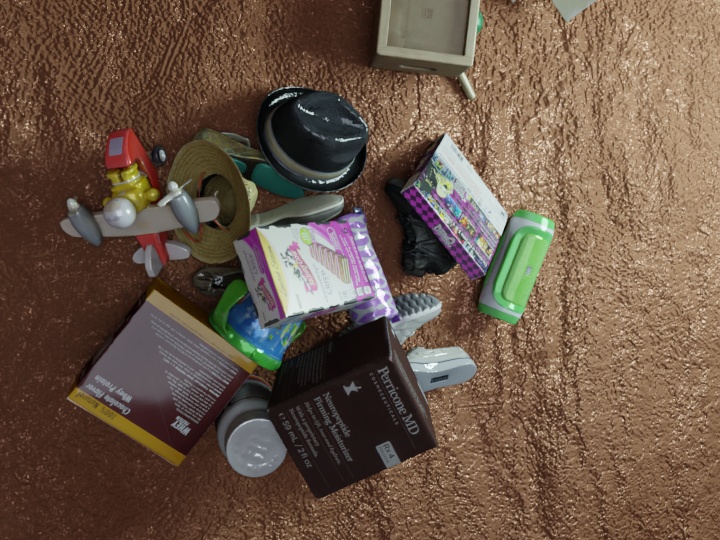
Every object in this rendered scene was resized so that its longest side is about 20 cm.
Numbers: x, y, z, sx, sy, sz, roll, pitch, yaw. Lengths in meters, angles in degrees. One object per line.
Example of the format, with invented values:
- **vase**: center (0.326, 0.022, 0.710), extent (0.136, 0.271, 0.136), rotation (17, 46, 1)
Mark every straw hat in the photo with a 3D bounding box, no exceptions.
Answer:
- **straw hat**: center (-0.211, -0.111, 1.014), extent (0.085, 0.201, 0.202), rotation (-21, 106, -49)

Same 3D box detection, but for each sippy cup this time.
- **sippy cup**: center (-0.148, 0.067, 1.027), extent (0.140, 0.178, 0.130), rotation (39, 88, -4)

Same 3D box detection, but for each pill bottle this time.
- **pill bottle**: center (-0.176, 0.245, 1.034), extent (0.109, 0.200, 0.110), rotation (-2, 99, -15)

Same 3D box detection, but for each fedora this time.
- **fedora**: center (-0.060, -0.222, 1.026), extent (0.200, 0.092, 0.201), rotation (8, 74, -29)

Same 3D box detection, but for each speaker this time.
- **speaker**: center (0.286, -0.006, 1.193), extent (0.088, 0.088, 0.200), rotation (20, 92, -18)

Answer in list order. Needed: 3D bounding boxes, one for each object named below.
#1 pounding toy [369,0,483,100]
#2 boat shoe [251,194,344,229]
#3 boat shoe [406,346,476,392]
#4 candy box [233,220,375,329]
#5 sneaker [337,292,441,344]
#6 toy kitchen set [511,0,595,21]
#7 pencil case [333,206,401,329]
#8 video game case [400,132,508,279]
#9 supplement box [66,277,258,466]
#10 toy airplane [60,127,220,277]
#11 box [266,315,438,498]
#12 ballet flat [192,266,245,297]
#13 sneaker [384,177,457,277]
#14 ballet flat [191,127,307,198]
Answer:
- **pounding toy**: center (0.122, -0.398, 1.078), extent (0.199, 0.142, 0.185), rotation (5, 96, -6)
- **boat shoe**: center (-0.118, -0.074, 1.065), extent (0.199, 0.067, 0.057), rotation (-15, 120, 6)
- **boat shoe**: center (0.110, 0.174, 1.179), extent (0.199, 0.070, 0.071), rotation (-8, 130, -19)
- **candy box**: center (-0.079, 0.000, 0.970), extent (0.200, 0.061, 0.137), rotation (-11, 78, -49)
- **sneaker**: center (0.056, 0.108, 1.161), extent (0.200, 0.075, 0.082), rotation (-26, 121, -7)
- **toy kitchen set**: center (0.361, -0.553, 1.144), extent (0.200, 0.181, 0.163), rotation (-32, 106, 32)
- **pencil case**: center (0.000, 0.000, 1.090), extent (0.085, 0.084, 0.201), rotation (-9, 80, -48)
- **video game case**: center (0.169, -0.113, 1.116), extent (0.200, 0.036, 0.181), rotation (49, 43, -17)
- **supplement box**: center (-0.306, 0.154, 1.019), extent (0.197, 0.133, 0.200), rotation (39, 86, -18)
- **toy airplane**: center (-0.335, -0.082, 0.970), extent (0.199, 0.141, 0.200), rotation (38, 108, -3)
- **box**: center (-0.013, 0.202, 0.987), extent (0.200, 0.164, 0.166), rotation (-25, 104, 6)
- **ballet flat**: center (-0.178, 0.020, 1.082), extent (0.199, 0.046, 0.068), rotation (3, 98, -17)
- **sneaker**: center (0.096, -0.065, 1.134), extent (0.114, 0.076, 0.199), rotation (-47, 113, -12)
- **ballet flat**: center (-0.175, -0.179, 1.050), extent (0.200, 0.071, 0.071), rotation (17, 93, -20)
